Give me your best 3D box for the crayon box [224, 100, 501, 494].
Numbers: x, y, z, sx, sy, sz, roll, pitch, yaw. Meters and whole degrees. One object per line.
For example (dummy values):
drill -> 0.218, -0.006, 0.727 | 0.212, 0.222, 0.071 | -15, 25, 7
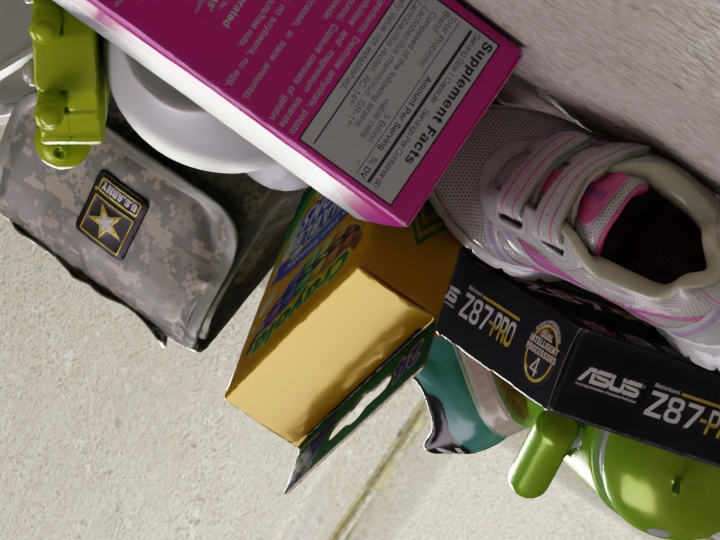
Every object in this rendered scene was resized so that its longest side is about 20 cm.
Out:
crayon box -> 0.000, 0.000, 1.449 | 0.052, 0.126, 0.200 | 34, -139, -14

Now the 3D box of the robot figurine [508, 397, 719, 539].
robot figurine -> 0.174, 0.085, 1.736 | 0.175, 0.116, 0.200 | -6, -155, -22

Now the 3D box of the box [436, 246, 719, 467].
box -> 0.146, 0.053, 1.444 | 0.199, 0.049, 0.161 | 18, -174, -26

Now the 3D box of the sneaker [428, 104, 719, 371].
sneaker -> 0.110, -0.030, 1.351 | 0.200, 0.082, 0.088 | 25, 169, 25

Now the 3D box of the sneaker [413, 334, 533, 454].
sneaker -> 0.040, 0.020, 1.826 | 0.071, 0.080, 0.201 | 7, -120, -60

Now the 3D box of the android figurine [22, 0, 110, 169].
android figurine -> -0.148, -0.141, 1.483 | 0.041, 0.183, 0.200 | 1, -149, 0

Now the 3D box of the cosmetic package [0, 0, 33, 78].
cosmetic package -> -0.288, -0.182, 1.699 | 0.200, 0.165, 0.165 | 58, 174, -6

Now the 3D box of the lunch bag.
lunch bag -> -0.106, -0.072, 1.693 | 0.164, 0.200, 0.118 | 34, 177, 12

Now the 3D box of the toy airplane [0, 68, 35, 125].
toy airplane -> -0.145, -0.086, 1.842 | 0.199, 0.200, 0.141 | 46, 148, 37

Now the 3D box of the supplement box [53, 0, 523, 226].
supplement box -> -0.041, -0.116, 1.329 | 0.200, 0.103, 0.101 | 37, 175, -13

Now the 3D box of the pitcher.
pitcher -> -0.075, -0.128, 1.494 | 0.172, 0.121, 0.200 | 55, -175, 8
